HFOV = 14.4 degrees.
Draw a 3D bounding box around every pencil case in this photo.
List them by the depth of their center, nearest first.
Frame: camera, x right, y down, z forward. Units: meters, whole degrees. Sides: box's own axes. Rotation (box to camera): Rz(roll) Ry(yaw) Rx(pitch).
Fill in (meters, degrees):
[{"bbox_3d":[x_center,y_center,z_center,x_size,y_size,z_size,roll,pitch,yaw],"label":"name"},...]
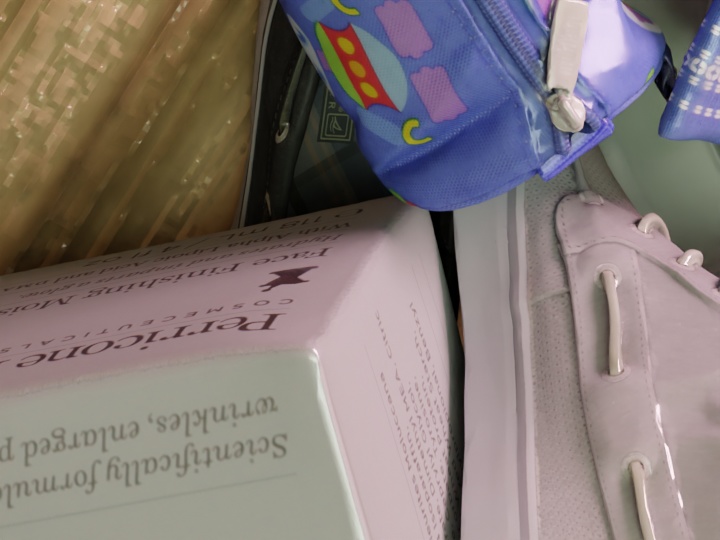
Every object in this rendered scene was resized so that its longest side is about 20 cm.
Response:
[{"bbox_3d":[0.001,-0.102,0.674,0.078,0.087,0.200,-38,120,-9],"label":"pencil case"}]

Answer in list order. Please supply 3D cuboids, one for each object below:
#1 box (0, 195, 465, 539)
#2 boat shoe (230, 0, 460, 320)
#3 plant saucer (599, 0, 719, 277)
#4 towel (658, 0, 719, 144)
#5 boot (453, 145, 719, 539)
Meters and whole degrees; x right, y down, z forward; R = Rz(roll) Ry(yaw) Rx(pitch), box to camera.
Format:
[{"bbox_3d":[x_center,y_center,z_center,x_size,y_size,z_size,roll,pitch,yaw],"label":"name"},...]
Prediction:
[{"bbox_3d":[-0.063,0.105,0.732,0.198,0.131,0.201,-11,106,14],"label":"box"},{"bbox_3d":[0.000,0.000,0.788,0.069,0.066,0.201,4,105,-14],"label":"boat shoe"},{"bbox_3d":[0.143,-0.065,0.811,0.199,0.050,0.202,-4,107,-12],"label":"plant saucer"},{"bbox_3d":[0.166,-0.110,0.714,0.144,0.024,0.201,7,117,-45],"label":"towel"},{"bbox_3d":[0.077,0.019,0.733,0.095,0.201,0.074,-8,145,12],"label":"boot"}]
